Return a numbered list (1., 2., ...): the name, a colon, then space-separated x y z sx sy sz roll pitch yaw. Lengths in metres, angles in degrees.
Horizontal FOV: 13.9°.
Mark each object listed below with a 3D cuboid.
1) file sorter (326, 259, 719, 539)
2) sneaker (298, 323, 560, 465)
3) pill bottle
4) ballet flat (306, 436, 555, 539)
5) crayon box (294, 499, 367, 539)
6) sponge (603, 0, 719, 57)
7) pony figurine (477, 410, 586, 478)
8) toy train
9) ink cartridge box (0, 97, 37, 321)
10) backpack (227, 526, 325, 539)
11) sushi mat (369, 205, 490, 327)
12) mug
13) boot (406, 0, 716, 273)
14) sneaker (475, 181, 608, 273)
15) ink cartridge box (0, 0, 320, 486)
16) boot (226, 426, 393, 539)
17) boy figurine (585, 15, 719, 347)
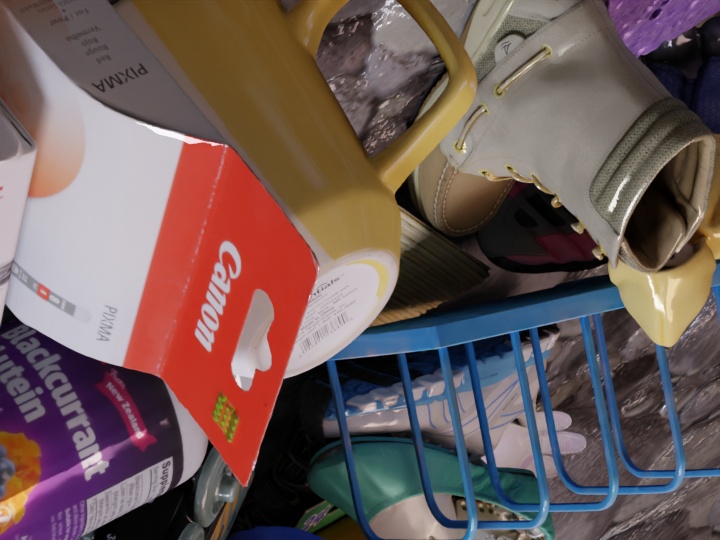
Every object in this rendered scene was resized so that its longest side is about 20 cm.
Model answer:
1. file sorter: 0.099 0.075 1.648 0.199 0.123 0.139 -12 -178 -30
2. sneaker: 0.044 0.086 1.760 0.199 0.075 0.087 -13 115 -41
3. pill bottle: -0.145 0.072 1.459 0.199 0.112 0.112 -27 153 -26
4. ballet flat: 0.051 0.144 1.738 0.067 0.071 0.199 -36 149 30
5. crayon box: -0.024 0.207 1.801 0.126 0.052 0.200 -25 153 -50
6. sponge: 0.169 -0.189 1.547 0.111 0.030 0.200 -30 155 -20
7. pony figurine: 0.064 0.184 1.933 0.192 0.167 0.200 2 150 -45
8. toy train: -0.104 0.126 1.566 0.114 0.085 0.201 93 15 -51
9. ink cartridge box: -0.229 0.005 1.257 0.145 0.084 0.200 -24 152 -30
10. backpack: -0.057 0.238 1.642 0.162 0.168 0.200 25 117 -22
11. sushi mat: 0.000 0.000 1.634 0.095 0.012 0.200 -28 158 14
12. mug: -0.050 -0.046 1.338 0.149 0.153 0.187 -7 141 -48
13. boot: 0.104 -0.051 1.539 0.072 0.155 0.200 -19 149 -34
14. sneaker: 0.143 -0.035 1.740 0.199 0.079 0.095 -21 162 -32
15. ink cartridge box: -0.107 -0.016 1.250 0.050 0.200 0.163 -22 151 -31
16. boot: -0.070 0.156 1.779 0.174 0.069 0.200 -53 160 22
17. boy figurine: 0.166 -0.048 1.605 0.065 0.124 0.201 77 24 -48
